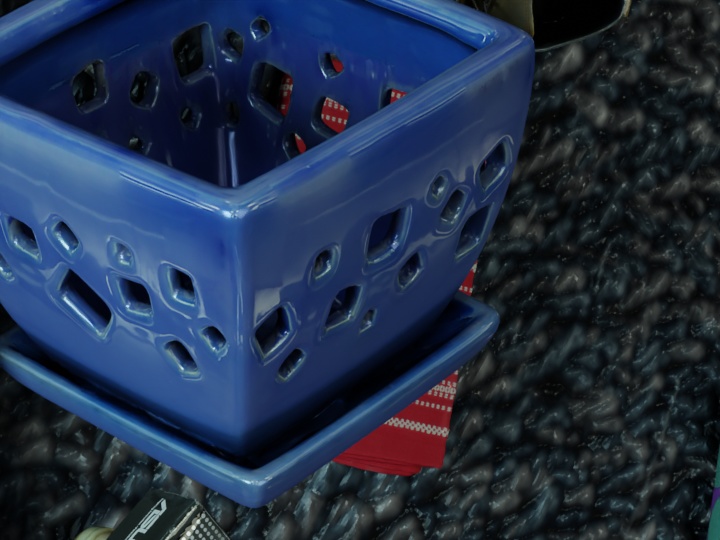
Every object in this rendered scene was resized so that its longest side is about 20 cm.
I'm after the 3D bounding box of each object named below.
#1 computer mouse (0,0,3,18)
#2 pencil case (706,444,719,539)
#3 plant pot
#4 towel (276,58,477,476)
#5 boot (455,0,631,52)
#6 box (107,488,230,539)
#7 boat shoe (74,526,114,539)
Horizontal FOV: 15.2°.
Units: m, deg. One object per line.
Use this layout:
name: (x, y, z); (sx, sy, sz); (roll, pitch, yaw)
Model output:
computer mouse: (-0.156, -0.137, 1.210); (0.200, 0.034, 0.059); (-41, 120, -29)
pencil case: (0.243, 0.169, 1.562); (0.085, 0.092, 0.202); (5, 93, -40)
plant pot: (-0.056, -0.021, 1.197); (0.200, 0.199, 0.181); (-34, 135, -38)
towel: (0.000, 0.000, 1.374); (0.144, 0.022, 0.201); (12, 88, -39)
boot: (0.041, -0.146, 1.334); (0.199, 0.097, 0.075); (-3, 99, -40)
box: (-0.086, 0.234, 1.183); (0.193, 0.047, 0.200); (-47, 119, -20)
boat shoe: (-0.078, 0.201, 1.302); (0.072, 0.065, 0.201); (-55, 130, -38)
